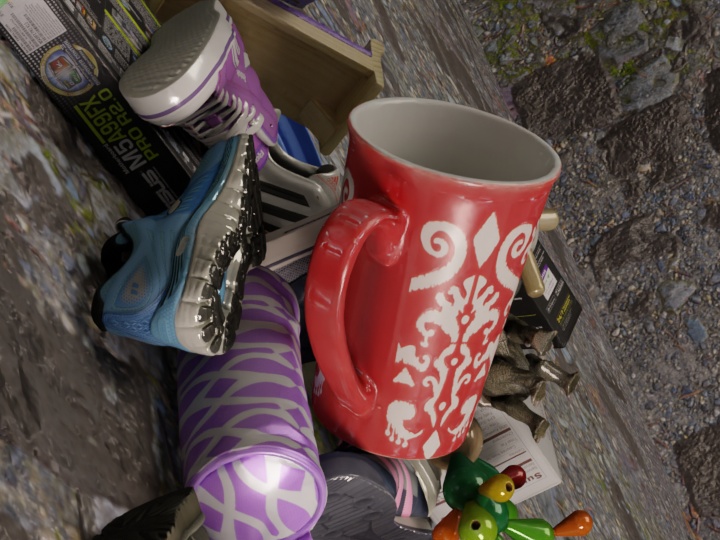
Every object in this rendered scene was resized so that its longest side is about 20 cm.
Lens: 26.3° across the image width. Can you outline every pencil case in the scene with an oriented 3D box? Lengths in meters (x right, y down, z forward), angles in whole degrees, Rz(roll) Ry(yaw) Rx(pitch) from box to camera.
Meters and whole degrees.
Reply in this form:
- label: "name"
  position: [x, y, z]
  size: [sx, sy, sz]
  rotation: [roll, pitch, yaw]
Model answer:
- label: "pencil case"
  position: [-0.063, 0.078, 0.902]
  size: [0.085, 0.084, 0.201]
  rotation: [43, 20, -30]

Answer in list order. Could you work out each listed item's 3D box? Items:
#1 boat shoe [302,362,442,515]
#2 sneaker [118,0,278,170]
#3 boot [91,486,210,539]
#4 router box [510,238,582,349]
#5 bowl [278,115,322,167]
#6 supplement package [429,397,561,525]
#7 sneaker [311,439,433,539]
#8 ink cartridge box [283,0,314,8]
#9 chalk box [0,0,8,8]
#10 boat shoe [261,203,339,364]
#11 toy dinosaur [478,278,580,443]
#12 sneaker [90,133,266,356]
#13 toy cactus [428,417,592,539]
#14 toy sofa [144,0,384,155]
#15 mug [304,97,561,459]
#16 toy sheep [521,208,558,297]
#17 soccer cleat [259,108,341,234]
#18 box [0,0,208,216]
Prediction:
- label: "boat shoe"
  position: [0.008, 0.092, 1.171]
  size: [0.203, 0.072, 0.060]
  rotation: [66, 23, -12]
- label: "sneaker"
  position: [-0.092, -0.108, 1.011]
  size: [0.115, 0.072, 0.201]
  rotation: [62, 13, -17]
- label: "boot"
  position: [-0.066, 0.209, 0.697]
  size: [0.182, 0.072, 0.201]
  rotation: [-28, 97, -75]
- label: "router box"
  position: [0.073, 0.006, 1.347]
  size: [0.149, 0.199, 0.051]
  rotation: [54, 50, -32]
- label: "bowl"
  position: [-0.091, -0.125, 1.308]
  size: [0.201, 0.039, 0.201]
  rotation: [57, 14, -22]
- label: "supplement package"
  position: [0.067, 0.101, 1.290]
  size: [0.200, 0.117, 0.117]
  rotation: [54, 16, -33]
- label: "sneaker"
  position: [-0.006, 0.139, 1.041]
  size: [0.200, 0.070, 0.083]
  rotation: [54, 19, -65]
- label: "ink cartridge box"
  position: [-0.113, -0.266, 1.179]
  size: [0.195, 0.044, 0.200]
  rotation: [26, 3, -10]
- label: "chalk box"
  position: [-0.203, -0.240, 0.845]
  size: [0.124, 0.124, 0.200]
  rotation: [34, 21, -12]
- label: "boat shoe"
  position: [0.000, 0.000, 1.074]
  size: [0.075, 0.199, 0.093]
  rotation: [-56, 125, -76]
- label: "toy dinosaur"
  position: [0.095, 0.060, 1.100]
  size: [0.102, 0.077, 0.200]
  rotation: [23, -16, 30]
- label: "sneaker"
  position: [-0.108, -0.024, 0.910]
  size: [0.200, 0.089, 0.079]
  rotation: [-75, 162, -61]
- label: "toy cactus"
  position: [0.088, 0.153, 1.116]
  size: [0.166, 0.102, 0.200]
  rotation: [66, 18, 8]
- label: "toy sofa"
  position: [-0.083, -0.182, 1.189]
  size: [0.199, 0.083, 0.098]
  rotation: [26, 34, -24]
- label: "mug"
  position: [0.020, 0.008, 0.972]
  size: [0.176, 0.201, 0.133]
  rotation: [-3, 30, -29]
- label: "toy sheep"
  position: [0.071, -0.028, 1.170]
  size: [0.199, 0.138, 0.139]
  rotation: [-3, 60, -38]
- label: "soccer cleat"
  position: [-0.035, -0.034, 1.185]
  size: [0.200, 0.085, 0.069]
  rotation: [49, 17, -10]
- label: "box"
  position: [-0.171, -0.147, 1.035]
  size: [0.200, 0.044, 0.161]
  rotation: [54, 15, -32]
